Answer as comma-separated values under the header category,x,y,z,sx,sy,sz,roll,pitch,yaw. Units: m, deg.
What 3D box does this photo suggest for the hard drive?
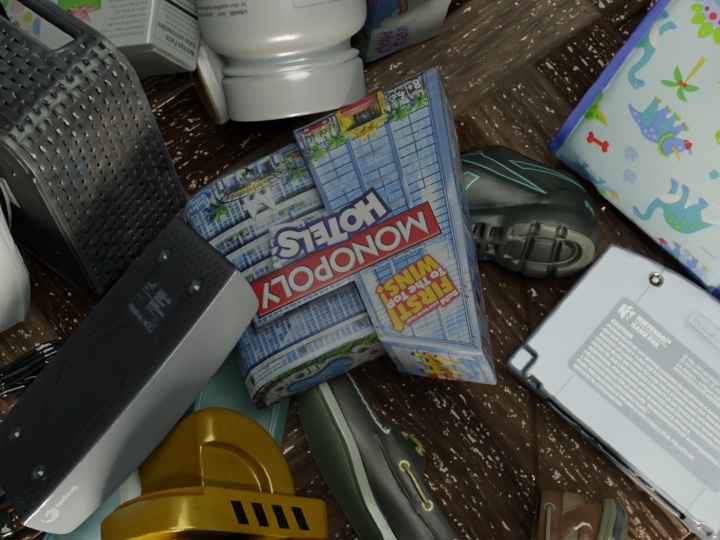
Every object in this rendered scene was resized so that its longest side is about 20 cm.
category,x,y,z,sx,sy,sz,roll,pitch,yaw
hard drive,-0.150,0.067,1.163,0.042,0.135,0.200,41,88,-29

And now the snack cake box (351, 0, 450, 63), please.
category,x,y,z,sx,sy,sz,roll,pitch,yaw
snack cake box,-0.006,-0.264,1.324,0.067,0.115,0.200,-23,77,-14

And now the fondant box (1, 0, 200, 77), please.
category,x,y,z,sx,sy,sz,roll,pitch,yaw
fondant box,-0.176,-0.233,1.283,0.144,0.058,0.200,-3,73,30

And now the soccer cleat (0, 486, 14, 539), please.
category,x,y,z,sx,sy,sz,roll,pitch,yaw
soccer cleat,-0.257,0.219,1.182,0.086,0.070,0.200,-16,73,5

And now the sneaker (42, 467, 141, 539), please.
category,x,y,z,sx,sy,sz,roll,pitch,yaw
sneaker,-0.174,0.167,1.198,0.082,0.074,0.200,-2,69,-3

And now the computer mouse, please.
category,x,y,z,sx,sy,sz,roll,pitch,yaw
computer mouse,-0.246,0.019,1.178,0.110,0.200,0.044,-16,43,-11

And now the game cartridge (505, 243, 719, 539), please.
category,x,y,z,sx,sy,sz,roll,pitch,yaw
game cartridge,0.217,0.082,1.281,0.200,0.040,0.133,42,83,6

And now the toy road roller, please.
category,x,y,z,sx,sy,sz,roll,pitch,yaw
toy road roller,-0.065,0.168,1.149,0.200,0.123,0.146,12,62,-37

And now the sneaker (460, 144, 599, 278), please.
category,x,y,z,sx,sy,sz,roll,pitch,yaw
sneaker,0.068,-0.048,1.302,0.200,0.075,0.079,11,50,-2

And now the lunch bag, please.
category,x,y,z,sx,sy,sz,roll,pitch,yaw
lunch bag,0.253,-0.110,1.258,0.170,0.200,0.127,40,53,7

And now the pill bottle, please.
category,x,y,z,sx,sy,sz,roll,pitch,yaw
pill bottle,-0.057,-0.206,1.229,0.113,0.113,0.200,-10,102,-9

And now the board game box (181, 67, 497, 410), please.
category,x,y,z,sx,sy,sz,roll,pitch,yaw
board game box,0.000,0.000,1.198,0.200,0.062,0.200,-25,64,4

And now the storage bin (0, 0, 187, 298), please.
category,x,y,z,sx,sy,sz,roll,pitch,yaw
storage bin,-0.205,-0.086,1.193,0.135,0.200,0.094,35,73,22

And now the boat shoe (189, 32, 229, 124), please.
category,x,y,z,sx,sy,sz,roll,pitch,yaw
boat shoe,-0.103,-0.202,1.317,0.069,0.071,0.200,-13,74,-8

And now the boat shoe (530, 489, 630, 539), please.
category,x,y,z,sx,sy,sz,roll,pitch,yaw
boat shoe,0.116,0.235,1.215,0.072,0.076,0.200,20,63,4

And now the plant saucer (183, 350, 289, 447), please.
category,x,y,z,sx,sy,sz,roll,pitch,yaw
plant saucer,-0.073,0.033,1.278,0.070,0.019,0.200,11,73,-3

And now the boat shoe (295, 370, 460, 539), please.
category,x,y,z,sx,sy,sz,roll,pitch,yaw
boat shoe,0.019,0.145,1.230,0.061,0.072,0.201,-22,81,-20
